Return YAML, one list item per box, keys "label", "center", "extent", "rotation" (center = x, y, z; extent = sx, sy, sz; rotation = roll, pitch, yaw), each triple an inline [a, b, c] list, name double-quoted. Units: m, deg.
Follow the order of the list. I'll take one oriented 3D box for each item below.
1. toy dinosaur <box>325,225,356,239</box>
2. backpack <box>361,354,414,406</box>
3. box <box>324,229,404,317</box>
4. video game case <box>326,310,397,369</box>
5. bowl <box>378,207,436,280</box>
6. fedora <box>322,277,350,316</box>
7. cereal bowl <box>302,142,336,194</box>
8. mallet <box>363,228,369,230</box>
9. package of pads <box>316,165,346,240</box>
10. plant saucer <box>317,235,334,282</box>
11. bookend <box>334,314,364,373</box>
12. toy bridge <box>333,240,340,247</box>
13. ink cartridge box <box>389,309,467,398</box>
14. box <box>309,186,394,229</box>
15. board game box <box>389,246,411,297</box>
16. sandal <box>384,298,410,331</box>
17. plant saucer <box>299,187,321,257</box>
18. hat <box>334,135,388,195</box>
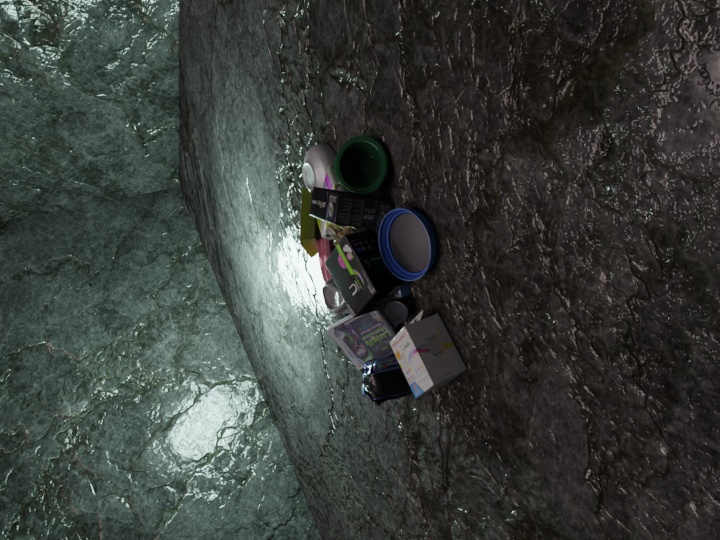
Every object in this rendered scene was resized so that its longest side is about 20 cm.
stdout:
- label: "toy dinosaur"
  center: [-0.053, -0.123, 1.674]
  extent: [0.201, 0.099, 0.059]
  rotation: [111, -179, -68]
- label: "backpack"
  center: [0.086, 0.344, 1.723]
  extent: [0.200, 0.178, 0.138]
  rotation: [146, 114, -73]
- label: "box"
  center: [0.010, 0.006, 1.614]
  extent: [0.202, 0.123, 0.149]
  rotation: [59, 137, 19]
- label: "video game case"
  center: [0.017, 0.215, 1.743]
  extent: [0.198, 0.023, 0.183]
  rotation: [-30, 107, 28]
- label: "bowl"
  center: [0.132, -0.075, 1.508]
  extent: [0.198, 0.039, 0.205]
  rotation: [21, 118, 43]
- label: "fedora"
  center: [-0.059, 0.080, 1.756]
  extent: [0.198, 0.089, 0.181]
  rotation: [13, 112, 51]
- label: "cereal bowl"
  center: [-0.146, -0.335, 1.883]
  extent: [0.200, 0.082, 0.204]
  rotation: [39, 138, 47]
- label: "mallet"
  center: [0.001, -0.150, 1.759]
  extent: [0.202, 0.041, 0.066]
  rotation: [58, 147, 21]
- label: "package of pads"
  center: [-0.088, -0.219, 1.770]
  extent: [0.156, 0.067, 0.204]
  rotation: [-112, 32, -55]
- label: "plant saucer"
  center: [-0.114, -0.038, 1.913]
  extent: [0.200, 0.050, 0.206]
  rotation: [-9, -90, -86]
- label: "bookend"
  center: [0.019, 0.216, 1.857]
  extent: [0.198, 0.091, 0.203]
  rotation: [42, 131, 33]
- label: "toy bridge"
  center: [-0.083, -0.161, 1.876]
  extent: [0.067, 0.027, 0.202]
  rotation: [-43, 43, 20]
- label: "ink cartridge box"
  center: [0.181, 0.228, 1.524]
  extent: [0.203, 0.123, 0.129]
  rotation: [63, 151, 19]
- label: "box"
  center: [-0.027, -0.183, 1.602]
  extent: [0.163, 0.196, 0.088]
  rotation: [25, 108, 54]
- label: "board game box"
  center: [0.074, 0.002, 1.693]
  extent: [0.199, 0.040, 0.157]
  rotation: [2, 106, 62]
- label: "sandal"
  center: [0.111, 0.133, 1.683]
  extent: [0.076, 0.043, 0.201]
  rotation: [41, 154, 9]
- label: "plant saucer"
  center: [-0.170, -0.167, 1.940]
  extent: [0.200, 0.047, 0.205]
  rotation: [62, -152, -75]
- label: "hat"
  center: [0.022, -0.305, 1.638]
  extent: [0.202, 0.164, 0.176]
  rotation: [58, -166, 16]
